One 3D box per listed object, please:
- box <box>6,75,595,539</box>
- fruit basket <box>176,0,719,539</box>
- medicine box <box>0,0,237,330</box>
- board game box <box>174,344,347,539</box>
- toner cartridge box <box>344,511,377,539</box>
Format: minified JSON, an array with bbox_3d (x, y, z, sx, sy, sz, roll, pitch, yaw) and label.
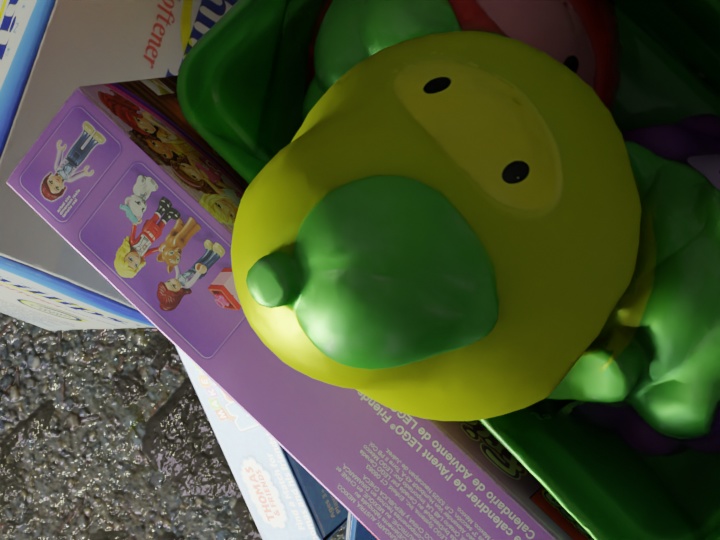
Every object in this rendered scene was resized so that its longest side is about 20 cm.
[{"bbox_3d":[0.004,0.021,0.693,0.200,0.039,0.137,43,-162,8],"label":"box"},{"bbox_3d":[0.047,-0.025,0.615,0.216,0.156,0.216,45,-179,-1],"label":"fruit basket"},{"bbox_3d":[-0.132,-0.073,1.084,0.103,0.182,0.200,21,170,-21],"label":"medicine box"},{"bbox_3d":[0.000,0.000,0.972,0.037,0.200,0.151,-12,108,40],"label":"board game box"},{"bbox_3d":[0.050,0.021,0.787,0.095,0.200,0.043,6,-177,-3],"label":"toner cartridge box"}]
